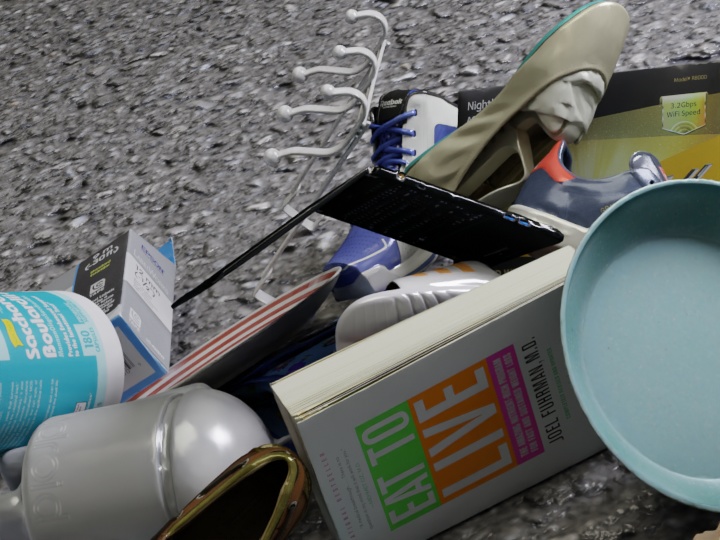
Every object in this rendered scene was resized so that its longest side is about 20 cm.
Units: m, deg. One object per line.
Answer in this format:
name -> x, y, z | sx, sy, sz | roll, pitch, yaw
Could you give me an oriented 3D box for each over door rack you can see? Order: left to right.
over door rack -> -0.040, -0.087, 1.524 | 0.066, 0.201, 0.148 | 20, 32, -3

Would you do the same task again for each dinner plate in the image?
dinner plate -> -0.093, 0.059, 1.419 | 0.200, 0.024, 0.200 | -33, 3, 2

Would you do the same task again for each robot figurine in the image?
robot figurine -> -0.134, 0.138, 1.266 | 0.199, 0.113, 0.170 | -12, 41, 16

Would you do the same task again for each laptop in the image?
laptop -> 0.000, 0.000, 1.271 | 0.177, 0.199, 0.104 | 159, 129, -76

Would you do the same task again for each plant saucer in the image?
plant saucer -> 0.201, 0.046, 1.169 | 0.200, 0.200, 0.036 | -34, -4, -26

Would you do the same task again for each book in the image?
book -> 0.061, 0.086, 1.209 | 0.199, 0.134, 0.048 | -26, 33, -10

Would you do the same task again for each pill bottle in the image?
pill bottle -> -0.256, 0.070, 1.307 | 0.110, 0.112, 0.200 | 1, 2, 35

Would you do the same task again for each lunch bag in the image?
lunch bag -> 0.001, 0.066, 1.358 | 0.150, 0.094, 0.200 | -30, 14, -21

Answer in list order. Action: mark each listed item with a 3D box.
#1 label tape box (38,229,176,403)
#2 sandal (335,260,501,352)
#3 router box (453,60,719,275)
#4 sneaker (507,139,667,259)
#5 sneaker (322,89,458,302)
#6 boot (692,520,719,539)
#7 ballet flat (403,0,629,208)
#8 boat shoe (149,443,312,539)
label tape box -> -0.213, 0.042, 1.510 | 0.143, 0.066, 0.200 | -33, 27, 14
sandal -> 0.078, 0.032, 1.245 | 0.205, 0.080, 0.059 | -6, 28, -17
router box -> 0.163, -0.053, 1.379 | 0.199, 0.158, 0.052 | -5, -14, 28
sneaker -> 0.194, -0.026, 1.279 | 0.199, 0.075, 0.085 | 23, 79, 16
sneaker -> 0.031, -0.070, 1.509 | 0.199, 0.115, 0.080 | -40, 15, -32
boot -> 0.244, 0.133, 1.062 | 0.107, 0.075, 0.201 | 3, 50, 32
ballet flat -> 0.113, -0.093, 1.345 | 0.200, 0.069, 0.070 | -43, 20, 21
boat shoe -> -0.105, 0.179, 1.153 | 0.200, 0.072, 0.068 | -54, -6, -13
